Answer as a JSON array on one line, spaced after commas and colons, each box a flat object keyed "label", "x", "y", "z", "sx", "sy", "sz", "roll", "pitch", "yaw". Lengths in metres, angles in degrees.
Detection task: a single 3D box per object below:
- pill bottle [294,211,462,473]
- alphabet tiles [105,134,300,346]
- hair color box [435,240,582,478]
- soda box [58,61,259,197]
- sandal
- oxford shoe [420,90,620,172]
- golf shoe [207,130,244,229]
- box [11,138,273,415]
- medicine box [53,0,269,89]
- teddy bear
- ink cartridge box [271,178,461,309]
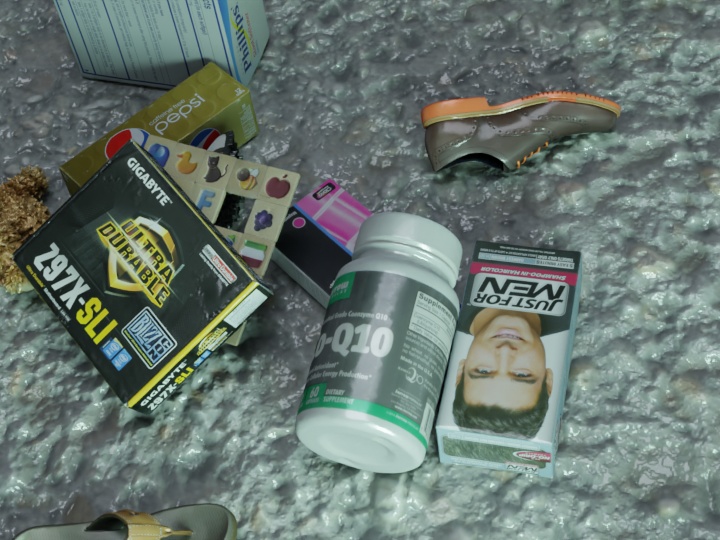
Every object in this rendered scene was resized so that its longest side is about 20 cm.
[{"label": "pill bottle", "x": 0.021, "y": 0.060, "z": 1.155, "sx": 0.112, "sy": 0.113, "sz": 0.201, "roll": 8, "pitch": 63, "yaw": 14}, {"label": "alphabet tiles", "x": -0.170, "y": -0.035, "z": 1.257, "sx": 0.199, "sy": 0.008, "sz": 0.168, "roll": 16, "pitch": 79, "yaw": 22}, {"label": "hair color box", "x": 0.132, "y": 0.073, "z": 1.180, "sx": 0.098, "sy": 0.061, "sz": 0.201, "roll": 6, "pitch": 54, "yaw": 12}, {"label": "soda box", "x": -0.201, "y": -0.124, "z": 1.377, "sx": 0.200, "sy": 0.064, "sz": 0.068, "roll": -38, "pitch": 57, "yaw": -21}, {"label": "sandal", "x": -0.201, "y": 0.225, "z": 1.113, "sx": 0.198, "sy": 0.055, "sz": 0.082, "roll": -2, "pitch": 52, "yaw": 6}, {"label": "oxford shoe", "x": 0.161, "y": -0.133, "z": 1.346, "sx": 0.198, "sy": 0.071, "sz": 0.073, "roll": -5, "pitch": 80, "yaw": 0}, {"label": "golf shoe", "x": -0.167, "y": -0.058, "z": 1.314, "sx": 0.094, "sy": 0.078, "sz": 0.201, "roll": 3, "pitch": 52, "yaw": 11}, {"label": "box", "x": -0.199, "y": 0.005, "z": 1.224, "sx": 0.160, "sy": 0.049, "sz": 0.200, "roll": -44, "pitch": 66, "yaw": 3}, {"label": "medicine box", "x": -0.215, "y": -0.292, "z": 1.433, "sx": 0.198, "sy": 0.183, "sz": 0.103, "roll": 9, "pitch": 54, "yaw": 14}, {"label": "teddy bear", "x": -0.362, "y": -0.051, "z": 1.341, "sx": 0.144, "sy": 0.067, "sz": 0.200, "roll": -30, "pitch": 55, "yaw": -18}, {"label": "ink cartridge box", "x": 0.000, "y": 0.000, "z": 1.274, "sx": 0.094, "sy": 0.037, "sz": 0.200, "roll": -37, "pitch": 58, "yaw": -19}]
